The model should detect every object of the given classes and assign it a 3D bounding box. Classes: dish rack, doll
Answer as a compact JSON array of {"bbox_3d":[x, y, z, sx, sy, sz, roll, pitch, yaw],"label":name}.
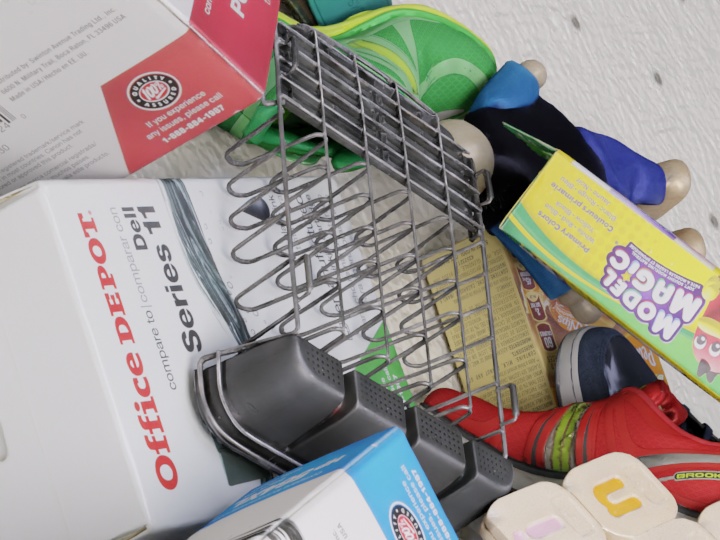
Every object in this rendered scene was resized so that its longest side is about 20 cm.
[{"bbox_3d":[0.000,0.000,1.101,0.153,0.054,0.201,33,41,-41],"label":"dish rack"},{"bbox_3d":[0.098,-0.036,1.312,0.199,0.048,0.137,16,58,-49],"label":"doll"}]

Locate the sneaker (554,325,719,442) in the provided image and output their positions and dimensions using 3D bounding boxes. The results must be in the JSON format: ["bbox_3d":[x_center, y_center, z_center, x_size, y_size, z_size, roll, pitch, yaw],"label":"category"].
[{"bbox_3d":[0.190,0.098,1.265,0.077,0.146,0.203,-34,96,-53],"label":"sneaker"}]

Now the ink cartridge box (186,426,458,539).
[{"bbox_3d":[-0.027,0.164,0.920,0.200,0.084,0.147,-33,98,-56],"label":"ink cartridge box"}]

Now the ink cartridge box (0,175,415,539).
[{"bbox_3d":[-0.073,0.042,1.092,0.199,0.083,0.148,-5,72,-55],"label":"ink cartridge box"}]

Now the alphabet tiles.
[{"bbox_3d":[0.140,0.155,1.065,0.195,0.015,0.200,-17,56,-46],"label":"alphabet tiles"}]

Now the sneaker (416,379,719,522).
[{"bbox_3d":[0.112,0.086,1.230,0.085,0.199,0.077,-57,138,-18],"label":"sneaker"}]

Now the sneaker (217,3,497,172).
[{"bbox_3d":[-0.005,-0.079,1.267,0.199,0.074,0.084,-4,47,-47],"label":"sneaker"}]

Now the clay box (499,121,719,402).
[{"bbox_3d":[0.138,0.013,1.187,0.200,0.048,0.115,37,3,15],"label":"clay box"}]

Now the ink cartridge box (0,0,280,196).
[{"bbox_3d":[-0.149,-0.123,1.041,0.200,0.146,0.083,41,38,-32],"label":"ink cartridge box"}]

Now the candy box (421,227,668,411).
[{"bbox_3d":[0.111,0.077,1.349,0.115,0.055,0.201,-3,71,-54],"label":"candy box"}]

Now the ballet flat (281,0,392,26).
[{"bbox_3d":[-0.028,-0.163,1.258,0.200,0.070,0.071,61,12,-74],"label":"ballet flat"}]
